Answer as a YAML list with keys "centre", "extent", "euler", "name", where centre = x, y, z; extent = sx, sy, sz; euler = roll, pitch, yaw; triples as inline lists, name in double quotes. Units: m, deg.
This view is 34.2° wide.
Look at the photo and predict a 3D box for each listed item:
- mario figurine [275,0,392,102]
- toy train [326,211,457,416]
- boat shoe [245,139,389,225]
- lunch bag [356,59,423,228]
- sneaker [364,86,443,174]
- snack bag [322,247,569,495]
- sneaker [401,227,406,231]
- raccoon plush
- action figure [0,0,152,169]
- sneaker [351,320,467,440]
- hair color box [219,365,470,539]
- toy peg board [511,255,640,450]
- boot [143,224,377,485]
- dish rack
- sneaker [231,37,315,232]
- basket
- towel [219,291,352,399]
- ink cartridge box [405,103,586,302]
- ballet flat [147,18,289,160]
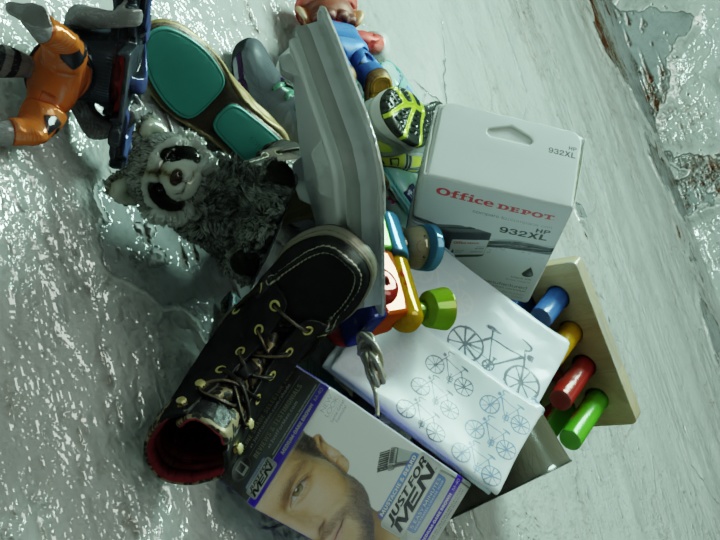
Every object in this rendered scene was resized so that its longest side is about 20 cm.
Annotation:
- centre: [-0.025, -0.229, 1.270]
  extent: [0.123, 0.106, 0.201]
  euler: [39, 22, -38]
  name: "mario figurine"
- centre: [0.035, 0.037, 1.004]
  extent: [0.114, 0.085, 0.202]
  euler: [5, 55, -32]
  name: "toy train"
- centre: [-0.069, -0.083, 1.056]
  extent: [0.199, 0.072, 0.067]
  euler: [-7, 58, -32]
  name: "boat shoe"
- centre: [0.028, -0.138, 1.319]
  extent: [0.161, 0.076, 0.201]
  euler: [55, 29, -25]
  name: "lunch bag"
- centre: [0.046, -0.138, 1.213]
  extent: [0.199, 0.076, 0.076]
  euler: [23, 57, -58]
  name: "sneaker"
- centre: [0.089, 0.077, 1.060]
  extent: [0.188, 0.021, 0.200]
  euler: [37, 52, 4]
  name: "snack bag"
- centre: [0.000, 0.000, 1.175]
  extent: [0.200, 0.069, 0.110]
  euler: [-125, -129, -87]
  name: "sneaker"
- centre: [-0.133, -0.045, 0.939]
  extent: [0.133, 0.200, 0.098]
  euler: [24, 67, -3]
  name: "raccoon plush"
- centre: [-0.210, -0.173, 0.848]
  extent: [0.193, 0.103, 0.202]
  euler: [-45, 152, -69]
  name: "action figure"
- centre: [0.025, 0.109, 1.084]
  extent: [0.200, 0.079, 0.079]
  euler: [-50, 155, -36]
  name: "sneaker"
- centre: [-0.008, 0.173, 0.957]
  extent: [0.200, 0.065, 0.110]
  euler: [38, 81, -38]
  name: "hair color box"
- centre: [0.171, 0.107, 1.278]
  extent: [0.098, 0.198, 0.201]
  euler: [-42, 114, -46]
  name: "toy peg board"
- centre: [-0.074, 0.063, 0.838]
  extent: [0.073, 0.199, 0.151]
  euler: [42, 45, -12]
  name: "boot"
- centre: [-0.022, -0.074, 0.879]
  extent: [0.201, 0.043, 0.173]
  euler: [86, -13, -54]
  name: "dish rack"
- centre: [-0.057, -0.144, 1.151]
  extent: [0.074, 0.087, 0.202]
  euler: [-18, 87, -64]
  name: "sneaker"
- centre: [0.106, 0.133, 1.191]
  extent: [0.135, 0.180, 0.202]
  euler: [-19, 77, -24]
  name: "basket"
- centre: [-0.062, 0.129, 1.011]
  extent: [0.200, 0.022, 0.148]
  euler: [44, 35, -38]
  name: "towel"
- centre: [0.123, -0.060, 1.148]
  extent: [0.201, 0.143, 0.085]
  euler: [101, 2, -62]
  name: "ink cartridge box"
- centre: [-0.139, -0.157, 1.054]
  extent: [0.200, 0.068, 0.063]
  euler: [47, 4, -40]
  name: "ballet flat"
